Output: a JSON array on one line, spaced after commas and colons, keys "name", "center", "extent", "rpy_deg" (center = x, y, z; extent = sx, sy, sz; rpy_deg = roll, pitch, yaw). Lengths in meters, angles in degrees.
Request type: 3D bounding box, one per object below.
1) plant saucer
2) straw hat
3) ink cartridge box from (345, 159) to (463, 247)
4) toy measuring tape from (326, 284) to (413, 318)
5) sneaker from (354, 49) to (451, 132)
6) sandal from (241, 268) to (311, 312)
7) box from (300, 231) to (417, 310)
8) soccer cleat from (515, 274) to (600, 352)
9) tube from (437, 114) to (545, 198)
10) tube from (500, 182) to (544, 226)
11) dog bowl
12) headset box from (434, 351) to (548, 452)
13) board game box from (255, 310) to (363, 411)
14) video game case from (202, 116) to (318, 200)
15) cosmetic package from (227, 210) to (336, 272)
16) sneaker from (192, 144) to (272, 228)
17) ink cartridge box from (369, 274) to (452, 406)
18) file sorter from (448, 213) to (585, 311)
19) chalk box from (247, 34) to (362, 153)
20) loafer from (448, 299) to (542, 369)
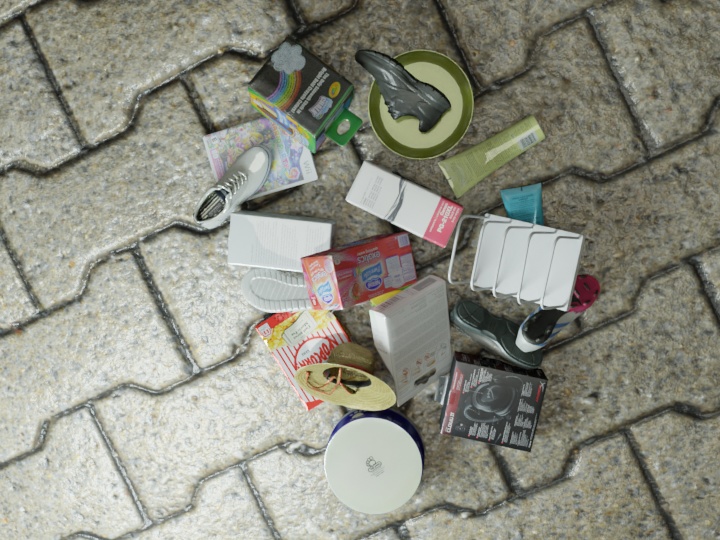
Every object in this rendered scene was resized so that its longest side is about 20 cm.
[{"name": "plant saucer", "center": [0.113, -0.310, 1.547], "extent": [0.198, 0.031, 0.203], "rpy_deg": [1, 97, 6]}, {"name": "straw hat", "center": [-0.021, 0.184, 1.551], "extent": [0.199, 0.202, 0.086], "rpy_deg": [14, 58, 4]}, {"name": "ink cartridge box", "center": [0.083, -0.126, 1.518], "extent": [0.198, 0.145, 0.085], "rpy_deg": [26, 99, 2]}, {"name": "toy measuring tape", "center": [0.036, 0.082, 1.582], "extent": [0.198, 0.074, 0.074], "rpy_deg": [-17, 96, -4]}, {"name": "sneaker", "center": [0.066, -0.329, 1.500], "extent": [0.199, 0.076, 0.091], "rpy_deg": [36, 106, 3]}, {"name": "sandal", "center": [-0.136, 0.045, 1.581], "extent": [0.200, 0.050, 0.083], "rpy_deg": [7, 83, 19]}, {"name": "box", "center": [0.000, 0.000, 1.515], "extent": [0.094, 0.199, 0.104], "rpy_deg": [-5, 101, 48]}, {"name": "soccer cleat", "center": [0.367, 0.080, 1.554], "extent": [0.199, 0.086, 0.070], "rpy_deg": [-36, 75, -19]}, {"name": "tube", "center": [0.247, -0.220, 1.540], "extent": [0.199, 0.052, 0.058], "rpy_deg": [-31, 52, 13]}, {"name": "tube", "center": [0.320, -0.059, 1.555], "extent": [0.077, 0.050, 0.202], "rpy_deg": [-10, 92, 10]}, {"name": "dog bowl", "center": [0.028, 0.373, 1.630], "extent": [0.198, 0.079, 0.203], "rpy_deg": [1, 98, 6]}, {"name": "headset box", "center": [0.244, 0.250, 1.586], "extent": [0.198, 0.077, 0.151], "rpy_deg": [11, 99, 2]}, {"name": "board game box", "center": [-0.091, 0.153, 1.627], "extent": [0.151, 0.046, 0.201], "rpy_deg": [-32, 94, 10]}, {"name": "video game case", "center": [-0.194, -0.220, 1.600], "extent": [0.198, 0.018, 0.145], "rpy_deg": [-16, 96, 8]}, {"name": "cosmetic package", "center": [-0.151, -0.055, 1.591], "extent": [0.198, 0.071, 0.103], "rpy_deg": [7, 100, 5]}, {"name": "sneaker", "center": [-0.242, -0.156, 1.569], "extent": [0.073, 0.071, 0.200], "rpy_deg": [40, 100, -1]}, {"name": "ink cartridge box", "center": [0.101, 0.131, 1.553], "extent": [0.050, 0.160, 0.202], "rpy_deg": [23, 131, 44]}, {"name": "file sorter", "center": [0.277, -0.017, 1.482], "extent": [0.199, 0.124, 0.140], "rpy_deg": [16, 100, 34]}, {"name": "chalk box", "center": [-0.091, -0.307, 1.512], "extent": [0.199, 0.124, 0.125], "rpy_deg": [38, 83, 0]}, {"name": "loafer", "center": [0.258, 0.127, 1.587], "extent": [0.199, 0.063, 0.072], "rpy_deg": [34, 60, -1]}]
